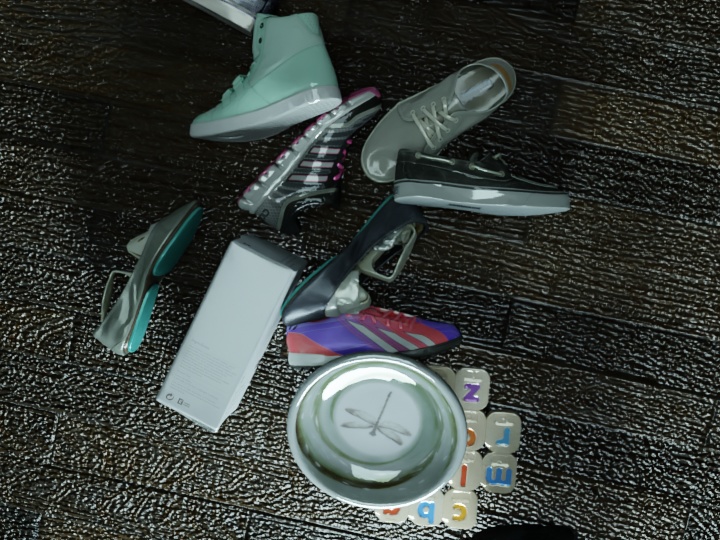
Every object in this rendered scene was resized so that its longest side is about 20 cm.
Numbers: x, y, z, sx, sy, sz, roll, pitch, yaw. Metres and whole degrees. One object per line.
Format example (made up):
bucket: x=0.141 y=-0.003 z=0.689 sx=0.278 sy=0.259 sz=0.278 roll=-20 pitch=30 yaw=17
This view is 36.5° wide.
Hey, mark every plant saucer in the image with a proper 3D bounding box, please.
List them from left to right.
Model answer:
plant saucer: x=0.019 y=0.170 z=1.217 sx=0.199 sy=0.050 sz=0.201 roll=2 pitch=115 yaw=5

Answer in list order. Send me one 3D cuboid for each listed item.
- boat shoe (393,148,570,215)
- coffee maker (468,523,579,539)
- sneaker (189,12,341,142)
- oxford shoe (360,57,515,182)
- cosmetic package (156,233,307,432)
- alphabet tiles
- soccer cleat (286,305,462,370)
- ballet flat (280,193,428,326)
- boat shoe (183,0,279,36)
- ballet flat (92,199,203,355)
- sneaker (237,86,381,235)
boat shoe: x=0.135 y=-0.098 z=1.190 sx=0.199 sy=0.071 sz=0.064 roll=6 pitch=84 yaw=-12
coffee maker: x=0.168 y=0.398 z=1.220 sx=0.192 sy=0.135 sz=0.201 roll=-13 pitch=94 yaw=7
sneaker: x=-0.111 y=-0.212 z=1.193 sx=0.200 sy=0.074 sz=0.119 roll=-14 pitch=83 yaw=34
oxford shoe: x=0.083 y=-0.168 z=1.204 sx=0.200 sy=0.058 sz=0.075 roll=-33 pitch=96 yaw=10
cosmetic package: x=-0.141 y=0.064 z=1.220 sx=0.081 sy=0.113 sz=0.200 roll=28 pitch=100 yaw=1
alphabet tiles: x=0.082 y=0.201 z=1.260 sx=0.199 sy=0.015 sz=0.196 roll=4 pitch=102 yaw=4
soccer cleat: x=0.014 y=0.068 z=1.232 sx=0.199 sy=0.068 sz=0.073 roll=-6 pitch=92 yaw=8
ballet flat: x=0.000 y=0.000 z=1.200 sx=0.073 sy=0.073 sz=0.200 roll=45 pitch=79 yaw=-1
boat shoe: x=-0.174 y=-0.341 z=1.203 sx=0.200 sy=0.075 sz=0.093 roll=28 pitch=93 yaw=-8
ballet flat: x=-0.249 y=0.000 z=1.245 sx=0.064 sy=0.067 sz=0.200 roll=28 pitch=98 yaw=8
sneaker: x=-0.040 y=-0.116 z=1.214 sx=0.200 sy=0.074 sz=0.087 roll=-44 pitch=99 yaw=6
